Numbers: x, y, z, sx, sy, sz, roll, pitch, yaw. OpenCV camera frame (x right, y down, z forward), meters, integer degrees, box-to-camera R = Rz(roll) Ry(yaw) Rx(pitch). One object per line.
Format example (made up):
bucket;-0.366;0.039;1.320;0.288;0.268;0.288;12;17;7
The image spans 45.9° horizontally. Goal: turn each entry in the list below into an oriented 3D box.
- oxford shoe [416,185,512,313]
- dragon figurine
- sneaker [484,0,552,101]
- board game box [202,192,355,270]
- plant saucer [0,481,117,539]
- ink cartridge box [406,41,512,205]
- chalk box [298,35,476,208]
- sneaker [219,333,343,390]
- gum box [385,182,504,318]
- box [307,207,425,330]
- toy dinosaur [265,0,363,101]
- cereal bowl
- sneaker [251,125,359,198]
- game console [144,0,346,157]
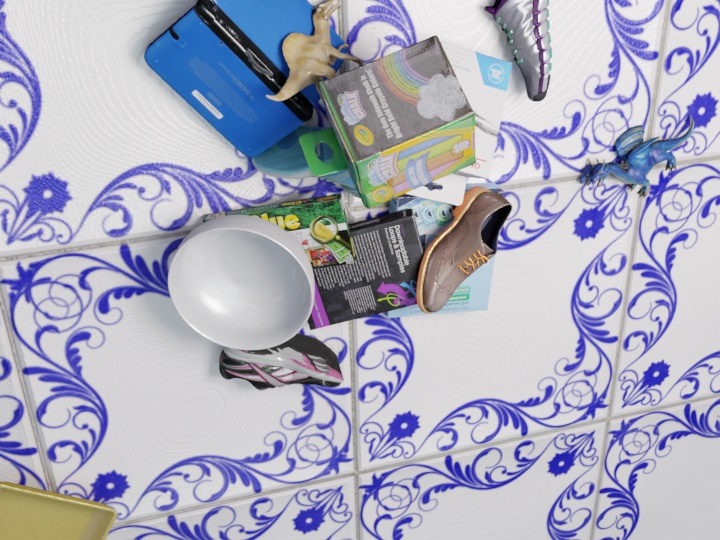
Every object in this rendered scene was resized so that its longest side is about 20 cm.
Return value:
oxford shoe;0.146;-0.024;1.212;0.071;0.073;0.202;27;91;-42
dragon figurine;0.433;-0.183;1.310;0.200;0.059;0.099;-42;122;9
sneaker;0.214;-0.331;1.167;0.086;0.075;0.202;-5;112;4
board game box;-0.113;-0.044;1.193;0.197;0.024;0.106;-9;119;9
plant saucer;-0.511;0.416;1.332;0.198;0.049;0.201;22;109;-27
ink cartridge box;0.126;-0.195;1.163;0.115;0.067;0.203;10;93;-23
chalk box;0.027;-0.168;1.031;0.198;0.125;0.124;-22;157;0
sneaker;-0.126;0.146;1.307;0.198;0.081;0.087;19;122;-17
gum box;0.123;-0.030;1.300;0.168;0.045;0.202;-4;119;-14
box;0.000;0.000;1.250;0.198;0.036;0.144;-13;117;9
toy dinosaur;-0.059;-0.250;1.065;0.101;0.201;0.058;34;147;-18
cereal bowl;-0.158;0.007;1.166;0.197;0.084;0.202;2;122;3
sneaker;-0.041;-0.140;1.173;0.197;0.080;0.131;-2;157;14
game console;-0.142;-0.277;1.089;0.170;0.119;0.200;-28;125;29
